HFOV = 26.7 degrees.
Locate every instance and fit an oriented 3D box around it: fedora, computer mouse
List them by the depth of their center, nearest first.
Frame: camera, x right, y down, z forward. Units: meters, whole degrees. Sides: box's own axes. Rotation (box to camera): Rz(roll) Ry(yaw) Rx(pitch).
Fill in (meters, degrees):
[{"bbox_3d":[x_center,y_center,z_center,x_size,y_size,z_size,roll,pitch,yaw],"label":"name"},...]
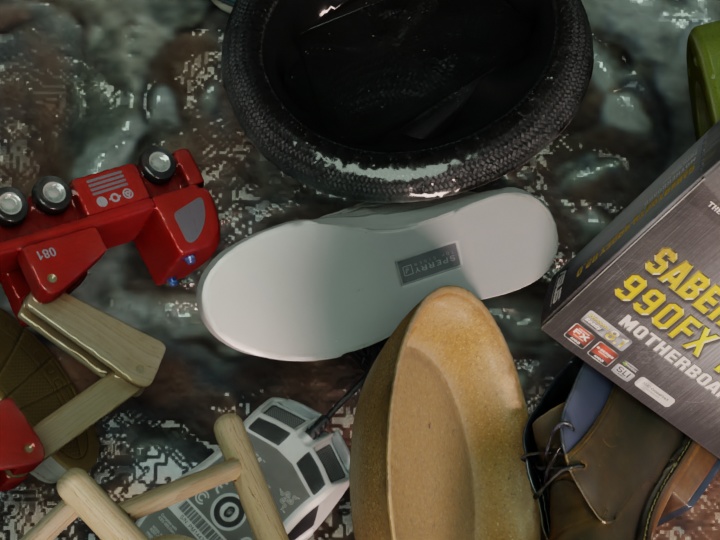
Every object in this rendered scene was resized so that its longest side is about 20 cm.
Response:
[{"bbox_3d":[-0.045,0.109,0.822,0.200,0.044,0.110,-42,73,-9],"label":"computer mouse"},{"bbox_3d":[0.025,-0.105,0.836,0.200,0.092,0.201,0,66,0],"label":"fedora"}]

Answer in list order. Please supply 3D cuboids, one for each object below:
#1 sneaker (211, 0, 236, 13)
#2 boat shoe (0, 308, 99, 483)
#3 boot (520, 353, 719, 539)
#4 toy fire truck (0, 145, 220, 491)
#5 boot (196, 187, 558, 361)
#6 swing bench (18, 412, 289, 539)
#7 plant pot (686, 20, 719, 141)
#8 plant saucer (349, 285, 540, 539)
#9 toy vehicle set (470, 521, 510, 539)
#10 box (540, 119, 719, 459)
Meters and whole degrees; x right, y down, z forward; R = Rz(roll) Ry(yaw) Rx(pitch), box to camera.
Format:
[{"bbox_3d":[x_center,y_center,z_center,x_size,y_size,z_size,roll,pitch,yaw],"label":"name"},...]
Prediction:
[{"bbox_3d":[-0.082,-0.192,0.864,0.199,0.080,0.078,6,78,-1],"label":"sneaker"},{"bbox_3d":[-0.228,0.048,0.823,0.200,0.071,0.069,46,107,-1],"label":"boat shoe"},{"bbox_3d":[0.104,0.122,0.781,0.097,0.075,0.200,46,47,3],"label":"boot"},{"bbox_3d":[-0.148,0.023,0.792,0.200,0.049,0.141,-19,76,-34],"label":"toy fire truck"},{"bbox_3d":[0.000,0.000,0.806,0.200,0.096,0.074,-10,95,-21],"label":"boot"},{"bbox_3d":[-0.097,0.209,0.704,0.199,0.130,0.200,-42,75,31],"label":"swing bench"},{"bbox_3d":[0.280,-0.083,0.811,0.192,0.200,0.201,-11,79,8],"label":"plant pot"},{"bbox_3d":[0.040,0.108,0.740,0.035,0.200,0.201,-7,78,24],"label":"plant saucer"},{"bbox_3d":[0.030,0.231,0.809,0.124,0.027,0.200,26,79,3],"label":"toy vehicle set"},{"bbox_3d":[0.219,0.027,0.773,0.200,0.158,0.048,36,37,-11],"label":"box"}]
